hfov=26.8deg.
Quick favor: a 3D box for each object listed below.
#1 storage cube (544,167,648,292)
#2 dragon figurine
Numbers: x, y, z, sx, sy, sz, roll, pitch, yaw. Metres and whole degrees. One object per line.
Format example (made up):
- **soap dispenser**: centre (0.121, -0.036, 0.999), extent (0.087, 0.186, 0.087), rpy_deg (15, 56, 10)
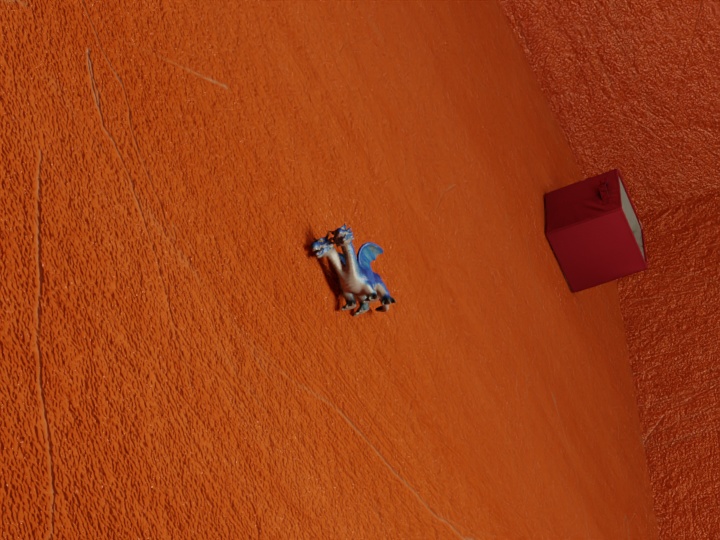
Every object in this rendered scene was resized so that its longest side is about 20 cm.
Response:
- **storage cube**: centre (0.518, -0.090, 3.333), extent (0.201, 0.179, 0.171), rpy_deg (60, 21, -29)
- **dragon figurine**: centre (0.000, 0.000, 1.890), extent (0.200, 0.059, 0.100), rpy_deg (18, 56, -67)
